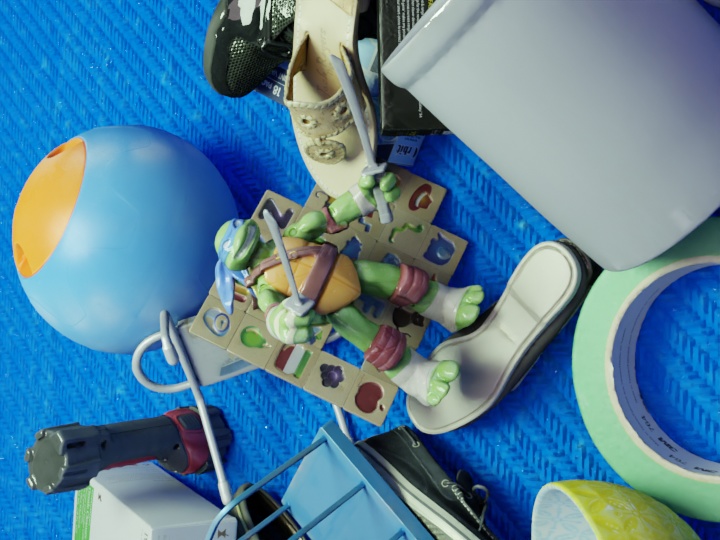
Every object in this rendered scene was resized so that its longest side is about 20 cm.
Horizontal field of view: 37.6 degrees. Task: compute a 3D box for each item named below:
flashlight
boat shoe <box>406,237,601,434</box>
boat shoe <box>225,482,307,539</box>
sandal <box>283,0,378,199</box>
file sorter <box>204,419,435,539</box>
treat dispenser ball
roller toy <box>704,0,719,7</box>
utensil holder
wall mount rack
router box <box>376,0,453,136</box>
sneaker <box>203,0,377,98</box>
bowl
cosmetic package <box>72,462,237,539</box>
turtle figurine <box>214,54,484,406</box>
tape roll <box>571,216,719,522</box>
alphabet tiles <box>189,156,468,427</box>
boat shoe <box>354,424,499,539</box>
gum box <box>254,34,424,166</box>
[{"bbox_3d":[-0.203,0.160,0.935,0.067,0.199,0.069,-4,89,36],"label":"flashlight"},{"bbox_3d":[0.113,0.056,0.809,0.200,0.057,0.067,-52,60,29],"label":"boat shoe"},{"bbox_3d":[-0.057,0.270,0.910,0.202,0.072,0.061,43,118,31],"label":"boat shoe"},{"bbox_3d":[-0.034,-0.143,0.779,0.077,0.070,0.214,16,119,25],"label":"sandal"},{"bbox_3d":[-0.017,0.251,0.808,0.200,0.122,0.139,47,144,16],"label":"file sorter"},{"bbox_3d":[-0.205,-0.028,0.937,0.199,0.200,0.203,0,90,35],"label":"treat dispenser ball"},{"bbox_3d":[0.218,-0.271,0.646,0.140,0.199,0.183,-42,53,26],"label":"roller toy"},{"bbox_3d":[0.141,-0.124,0.670,0.200,0.170,0.170,41,116,-8],"label":"utensil holder"},{"bbox_3d":[-0.085,0.095,0.891,0.198,0.075,0.175,-18,122,-2],"label":"wall mount rack"},{"bbox_3d":[0.084,-0.203,0.774,0.147,0.051,0.202,-1,93,0],"label":"router box"},{"bbox_3d":[-0.047,-0.200,0.847,0.199,0.076,0.115,-46,59,20],"label":"sneaker"},{"bbox_3d":[0.196,0.229,0.697,0.107,0.200,0.202,-10,82,-9],"label":"bowl"},{"bbox_3d":[-0.192,0.251,0.960,0.199,0.084,0.109,8,94,58],"label":"cosmetic package"},{"bbox_3d":[0.000,0.000,0.741,0.193,0.144,0.201,29,119,-13],"label":"turtle figurine"},{"bbox_3d":[0.243,0.065,0.714,0.199,0.048,0.203,0,90,34],"label":"tape roll"},{"bbox_3d":[-0.016,-0.002,0.835,0.166,0.008,0.201,25,71,7],"label":"alphabet tiles"},{"bbox_3d":[0.072,0.188,0.816,0.200,0.062,0.075,39,149,37],"label":"boat shoe"},{"bbox_3d":[0.009,-0.213,0.881,0.169,0.044,0.202,31,106,31],"label":"gum box"}]
